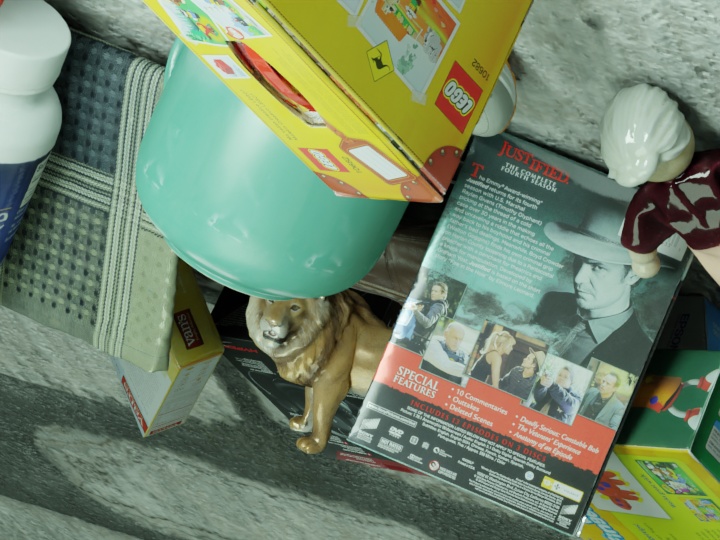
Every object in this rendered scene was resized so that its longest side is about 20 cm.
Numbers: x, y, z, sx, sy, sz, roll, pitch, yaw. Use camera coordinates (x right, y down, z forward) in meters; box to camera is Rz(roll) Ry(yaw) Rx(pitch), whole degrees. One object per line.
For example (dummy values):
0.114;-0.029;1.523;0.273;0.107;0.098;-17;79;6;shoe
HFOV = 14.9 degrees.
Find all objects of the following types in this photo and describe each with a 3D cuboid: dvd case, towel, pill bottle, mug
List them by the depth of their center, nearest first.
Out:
-0.050;-0.059;1.566;0.152;0.114;0.185;23;-162;-8;mug
0.096;0.034;1.582;0.146;0.200;0.022;22;-178;7;dvd case
-0.248;-0.074;1.678;0.111;0.111;0.200;26;120;-2;pill bottle
-0.181;-0.054;1.728;0.193;0.200;0.035;22;-155;28;towel

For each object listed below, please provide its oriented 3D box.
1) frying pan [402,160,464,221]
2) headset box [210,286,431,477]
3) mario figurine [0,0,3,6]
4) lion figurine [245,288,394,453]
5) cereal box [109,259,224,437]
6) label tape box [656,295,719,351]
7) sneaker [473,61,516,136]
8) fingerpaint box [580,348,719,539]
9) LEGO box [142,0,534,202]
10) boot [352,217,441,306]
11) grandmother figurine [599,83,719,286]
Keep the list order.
0.078;-0.036;1.659;0.190;0.031;0.115;15;166;-4;frying pan
0.008;0.074;1.936;0.149;0.077;0.200;7;153;39;headset box
-0.281;-0.207;1.549;0.200;0.106;0.123;43;-175;-23;mario figurine
0.020;0.063;1.780;0.200;0.123;0.072;11;-163;-8;lion figurine
-0.151;0.025;1.941;0.200;0.040;0.144;125;124;-70;cereal box
0.218;0.077;1.728;0.200;0.066;0.143;-2;147;45;label tape box
-0.009;-0.115;1.488;0.200;0.092;0.076;31;158;-18;sneaker
0.193;0.124;1.678;0.167;0.073;0.200;1;147;43;fingerpaint box
-0.011;-0.149;1.330;0.077;0.149;0.200;5;151;42;LEGO box
0.000;0.000;1.708;0.200;0.064;0.186;11;153;15;boot
0.197;-0.029;1.514;0.121;0.061;0.200;-30;125;23;grandmother figurine
